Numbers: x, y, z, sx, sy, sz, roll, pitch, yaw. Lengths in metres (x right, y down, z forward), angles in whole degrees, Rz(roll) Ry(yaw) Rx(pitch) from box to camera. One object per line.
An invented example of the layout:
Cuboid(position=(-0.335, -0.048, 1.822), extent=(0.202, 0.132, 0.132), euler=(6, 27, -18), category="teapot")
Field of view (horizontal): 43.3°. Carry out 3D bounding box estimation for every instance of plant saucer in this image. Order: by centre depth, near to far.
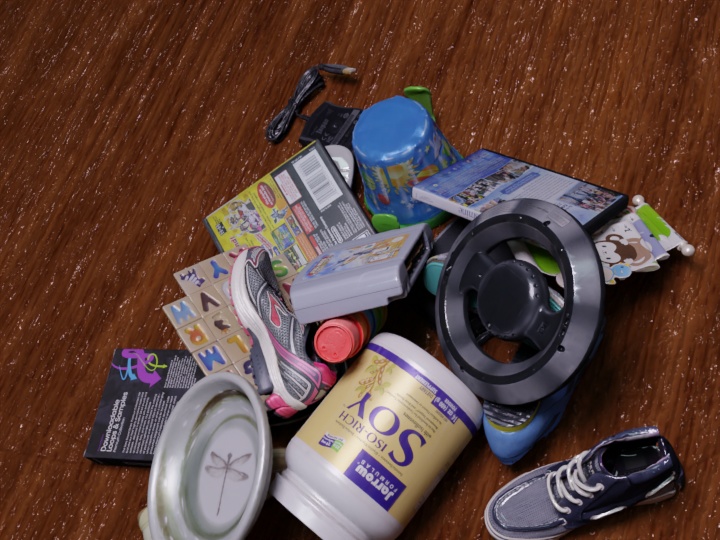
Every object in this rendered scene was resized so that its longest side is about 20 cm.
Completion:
Cuboid(position=(-0.141, 0.205, 0.913), extent=(0.199, 0.050, 0.201), euler=(-26, 54, 40), category="plant saucer")

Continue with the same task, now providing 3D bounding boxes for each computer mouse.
Cuboid(position=(-0.028, -0.212, 1.234), extent=(0.199, 0.046, 0.141), euler=(19, 73, 42), category="computer mouse")

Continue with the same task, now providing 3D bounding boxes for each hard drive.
Cuboid(position=(0.145, -0.012, 1.045), extent=(0.200, 0.042, 0.135), euler=(-44, 55, -7), category="hard drive")

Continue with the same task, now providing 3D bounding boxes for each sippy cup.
Cuboid(position=(0.053, -0.135, 1.101), extent=(0.139, 0.130, 0.178), euler=(-28, 55, 4), category="sippy cup")

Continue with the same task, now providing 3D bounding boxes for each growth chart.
Cuboid(position=(0.249, -0.029, 0.960), extent=(0.199, 0.018, 0.145), euler=(-10, 33, -15), category="growth chart")

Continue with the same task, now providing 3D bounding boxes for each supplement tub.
Cuboid(position=(0.015, 0.180, 0.920), extent=(0.145, 0.146, 0.200), euler=(31, 75, 33), category="supplement tub")

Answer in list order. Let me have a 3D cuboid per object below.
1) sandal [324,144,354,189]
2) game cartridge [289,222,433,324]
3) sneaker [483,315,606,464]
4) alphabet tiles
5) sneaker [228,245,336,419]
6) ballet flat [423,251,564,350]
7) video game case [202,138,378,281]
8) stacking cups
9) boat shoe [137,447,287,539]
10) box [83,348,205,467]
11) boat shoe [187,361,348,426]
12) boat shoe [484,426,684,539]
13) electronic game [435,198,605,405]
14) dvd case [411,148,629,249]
Cuboid(position=(-0.062, -0.062, 1.152), extent=(0.082, 0.050, 0.204), euler=(17, 82, 19), category="sandal")
Cuboid(position=(0.000, 0.000, 0.965), extent=(0.132, 0.042, 0.200), euler=(-10, 15, 16), category="game cartridge")
Cuboid(position=(0.193, 0.117, 0.946), extent=(0.066, 0.079, 0.200), euler=(19, 50, 35), category="sneaker")
Cuboid(position=(-0.120, 0.060, 1.030), extent=(0.166, 0.006, 0.200), euler=(-25, 65, -30), category="alphabet tiles")
Cuboid(position=(-0.082, 0.058, 0.975), extent=(0.074, 0.081, 0.201), euler=(-29, 61, 12), category="sneaker")
Cuboid(position=(0.160, 0.026, 0.953), extent=(0.200, 0.072, 0.072), euler=(26, 73, 33), category="ballet flat")
Cuboid(position=(-0.075, -0.031, 1.109), extent=(0.180, 0.025, 0.201), euler=(-34, 72, 7), category="video game case")
Cuboid(position=(-0.010, 0.055, 0.965), extent=(0.060, 0.200, 0.061), euler=(0, 94, 7), category="stacking cups")
Cuboid(position=(-0.151, 0.256, 0.991), extent=(0.199, 0.073, 0.063), euler=(-31, 60, 15), category="boat shoe")
Cuboid(position=(-0.224, 0.165, 1.090), extent=(0.198, 0.036, 0.144), euler=(0, 61, 19), category="box")
Cuboid(position=(-0.106, 0.136, 1.021), extent=(0.199, 0.062, 0.075), euler=(-17, 63, -13), category="boat shoe")
Cuboid(position=(0.206, 0.201, 0.864), extent=(0.199, 0.093, 0.075), euler=(-23, 55, 7), category="boat shoe")
Cuboid(position=(0.149, 0.029, 0.880), extent=(0.199, 0.041, 0.202), euler=(-12, 74, 46), category="electronic game")
Cuboid(position=(0.177, -0.082, 1.009), extent=(0.199, 0.018, 0.142), euler=(24, 39, 35), category="dvd case")
